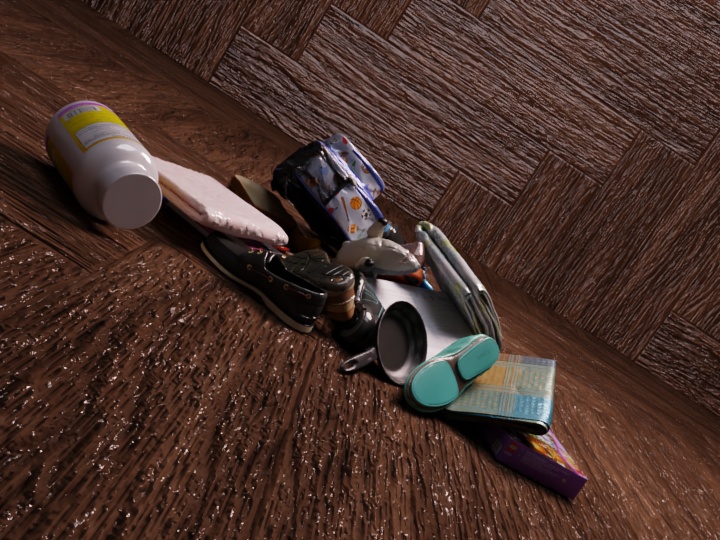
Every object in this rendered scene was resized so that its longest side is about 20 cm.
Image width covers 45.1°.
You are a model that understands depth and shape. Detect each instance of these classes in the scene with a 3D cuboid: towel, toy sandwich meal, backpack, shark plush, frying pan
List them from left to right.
[{"bbox_3d":[-0.222,-0.101,1.250,0.190,0.032,0.199,35,10,28],"label":"towel"},{"bbox_3d":[-0.152,-0.079,1.446,0.204,0.071,0.205,32,10,-6],"label":"toy sandwich meal"},{"bbox_3d":[-0.047,-0.128,1.470,0.191,0.154,0.200,56,-6,-10],"label":"backpack"},{"bbox_3d":[0.000,0.000,1.393,0.083,0.199,0.091,37,44,-30],"label":"shark plush"},{"bbox_3d":[0.035,0.119,1.169,0.031,0.190,0.116,-6,-62,40],"label":"frying pan"},{"bbox_3d":[0.169,0.027,1.463,0.200,0.048,0.172,57,-4,45],"label":"towel"},{"bbox_3d":[0.202,0.168,1.231,0.145,0.022,0.200,7,21,13],"label":"towel"}]

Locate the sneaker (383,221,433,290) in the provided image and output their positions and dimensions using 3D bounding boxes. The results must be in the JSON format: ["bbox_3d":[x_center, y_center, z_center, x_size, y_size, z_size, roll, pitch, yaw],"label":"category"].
[{"bbox_3d":[0.087,-0.018,1.648,0.081,0.074,0.201,13,-32,28],"label":"sneaker"}]

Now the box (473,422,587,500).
[{"bbox_3d":[0.226,0.234,1.243,0.136,0.039,0.200,30,11,-18],"label":"box"}]

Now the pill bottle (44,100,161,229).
[{"bbox_3d":[-0.315,-0.128,1.073,0.104,0.105,0.200,23,15,-44],"label":"pill bottle"}]

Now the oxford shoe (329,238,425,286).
[{"bbox_3d":[0.024,-0.013,1.476,0.198,0.073,0.071,0,-24,31],"label":"oxford shoe"}]

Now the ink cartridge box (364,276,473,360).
[{"bbox_3d":[0.106,0.102,1.371,0.198,0.041,0.201,12,34,-40],"label":"ink cartridge box"}]

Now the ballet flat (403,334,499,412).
[{"bbox_3d":[0.112,0.145,1.189,0.199,0.070,0.068,-24,92,-43],"label":"ballet flat"}]

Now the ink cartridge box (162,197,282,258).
[{"bbox_3d":[-0.217,-0.070,1.316,0.199,0.037,0.095,35,11,21],"label":"ink cartridge box"}]

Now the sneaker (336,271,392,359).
[{"bbox_3d":[0.003,0.070,1.275,0.079,0.075,0.200,41,15,-19],"label":"sneaker"}]

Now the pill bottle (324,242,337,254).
[{"bbox_3d":[-0.012,-0.074,1.747,0.111,0.112,0.200,22,15,-48],"label":"pill bottle"}]

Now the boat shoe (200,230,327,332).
[{"bbox_3d":[-0.130,0.002,1.170,0.201,0.063,0.074,35,15,20],"label":"boat shoe"}]

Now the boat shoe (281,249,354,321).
[{"bbox_3d":[-0.065,0.024,1.254,0.075,0.075,0.200,-19,21,-17],"label":"boat shoe"}]
